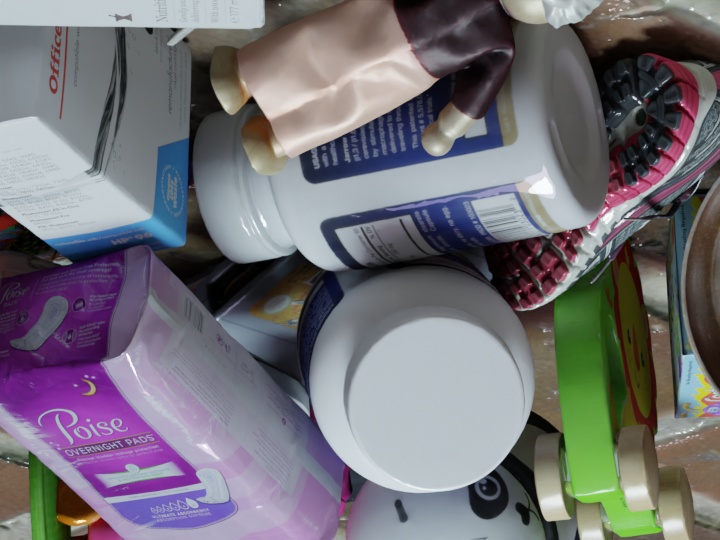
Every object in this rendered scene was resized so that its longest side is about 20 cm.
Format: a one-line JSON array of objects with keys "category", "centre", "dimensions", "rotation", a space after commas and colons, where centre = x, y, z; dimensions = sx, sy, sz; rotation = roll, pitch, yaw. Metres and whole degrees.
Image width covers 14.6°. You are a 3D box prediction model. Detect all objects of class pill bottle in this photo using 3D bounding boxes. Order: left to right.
[{"category": "pill bottle", "centre": [0.019, -0.061, 1.456], "dimensions": [0.199, 0.112, 0.111], "rotation": [-10, 154, 22]}, {"category": "pill bottle", "centre": [0.030, 0.052, 1.491], "dimensions": [0.119, 0.121, 0.200], "rotation": [2, -172, -4]}]

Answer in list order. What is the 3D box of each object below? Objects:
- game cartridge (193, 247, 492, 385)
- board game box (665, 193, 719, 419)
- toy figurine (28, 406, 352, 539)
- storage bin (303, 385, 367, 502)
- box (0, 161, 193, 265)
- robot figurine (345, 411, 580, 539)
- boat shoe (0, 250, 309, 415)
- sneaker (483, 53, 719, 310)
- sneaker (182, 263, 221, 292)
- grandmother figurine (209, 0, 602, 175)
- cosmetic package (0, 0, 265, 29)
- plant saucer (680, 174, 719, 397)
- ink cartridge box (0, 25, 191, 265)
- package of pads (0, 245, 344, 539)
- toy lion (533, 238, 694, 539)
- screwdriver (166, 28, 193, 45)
[{"category": "game cartridge", "centre": [0.000, 0.000, 1.629], "dimensions": [0.133, 0.042, 0.200], "rotation": [22, 133, -34]}, {"category": "board game box", "centre": [0.282, 0.019, 1.650], "dimensions": [0.198, 0.104, 0.105], "rotation": [-2, 156, 3]}, {"category": "toy figurine", "centre": [-0.096, 0.110, 1.653], "dimensions": [0.183, 0.201, 0.151], "rotation": [-4, 135, -1]}, {"category": "storage bin", "centre": [-0.036, 0.087, 1.815], "dimensions": [0.199, 0.094, 0.135], "rotation": [-8, 155, 19]}, {"category": "box", "centre": [-0.188, -0.017, 1.590], "dimensions": [0.136, 0.039, 0.200], "rotation": [-12, 163, -26]}, {"category": "robot figurine", "centre": [0.067, 0.146, 1.658], "dimensions": [0.149, 0.126, 0.200], "rotation": [20, -164, 13]}, {"category": "boat shoe", "centre": [-0.118, 0.040, 1.552], "dimensions": [0.199, 0.066, 0.072], "rotation": [15, 142, -19]}, {"category": "sneaker", "centre": [0.135, -0.041, 1.520], "dimensions": [0.074, 0.081, 0.200], "rotation": [-2, 153, -38]}, {"category": "sneaker", "centre": [-0.093, 0.047, 1.733], "dimensions": [0.199, 0.083, 0.070], "rotation": [-17, 153, 28]}, {"category": "grandmother figurine", "centre": [0.027, -0.118, 1.365], "dimensions": [0.199, 0.061, 0.122], "rotation": [-21, 118, 16]}, {"category": "cosmetic package", "centre": [-0.143, -0.166, 1.252], "dimensions": [0.198, 0.082, 0.113], "rotation": [-1, 158, 0]}, {"category": "plant saucer", "centre": [0.275, 0.004, 1.558], "dimensions": [0.199, 0.202, 0.035], "rotation": [-1, -167, 2]}, {"category": "ink cartridge box", "centre": [-0.155, -0.095, 1.368], "dimensions": [0.067, 0.117, 0.200], "rotation": [-10, 155, 21]}, {"category": "package of pads", "centre": [-0.105, 0.078, 1.471], "dimensions": [0.120, 0.076, 0.200], "rotation": [-12, 137, 30]}, {"category": "toy lion", "centre": [0.142, 0.057, 1.617], "dimensions": [0.068, 0.193, 0.200], "rotation": [-8, 165, 13]}, {"category": "screwdriver", "centre": [-0.043, -0.149, 1.352], "dimensions": [0.029, 0.028, 0.200], "rotation": [-18, 171, -46]}]
